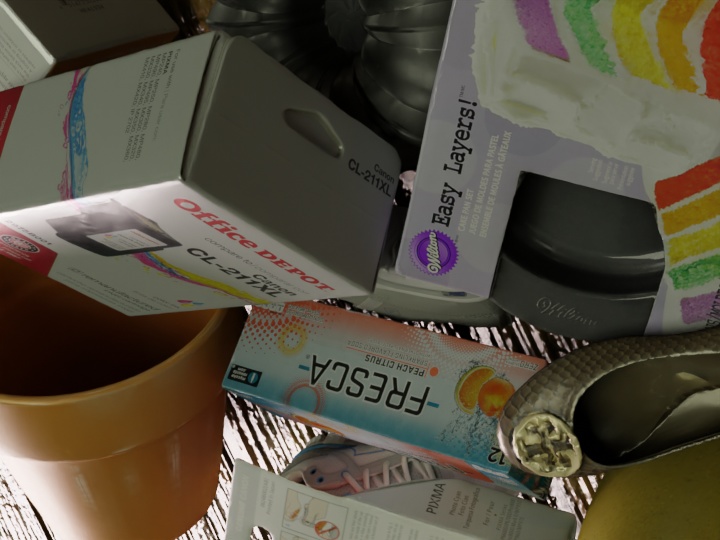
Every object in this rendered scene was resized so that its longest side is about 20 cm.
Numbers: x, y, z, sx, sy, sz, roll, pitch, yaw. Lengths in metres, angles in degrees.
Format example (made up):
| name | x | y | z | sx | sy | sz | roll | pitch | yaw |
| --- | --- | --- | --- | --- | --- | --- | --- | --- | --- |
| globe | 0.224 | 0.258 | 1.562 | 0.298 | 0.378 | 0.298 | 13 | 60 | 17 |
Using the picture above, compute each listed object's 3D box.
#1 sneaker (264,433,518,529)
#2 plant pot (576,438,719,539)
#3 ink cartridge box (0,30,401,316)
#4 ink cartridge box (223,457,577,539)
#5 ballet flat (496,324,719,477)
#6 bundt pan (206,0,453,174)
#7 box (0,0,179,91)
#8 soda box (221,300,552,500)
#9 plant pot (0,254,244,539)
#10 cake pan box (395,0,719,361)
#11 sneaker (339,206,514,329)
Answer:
| name | x | y | z | sx | sy | sz | roll | pitch | yaw |
| --- | --- | --- | --- | --- | --- | --- | --- | --- | --- |
| sneaker | 0.014 | 0.135 | 0.831 | 0.200 | 0.087 | 0.075 | -21 | 91 | 39 |
| plant pot | 0.182 | 0.178 | 0.678 | 0.200 | 0.142 | 0.200 | 15 | 116 | 34 |
| ink cartridge box | -0.102 | -0.043 | 0.718 | 0.200 | 0.146 | 0.083 | -6 | 63 | 41 |
| ink cartridge box | 0.016 | 0.187 | 0.820 | 0.200 | 0.047 | 0.160 | 17 | 128 | 9 |
| ballet flat | 0.158 | 0.061 | 0.649 | 0.200 | 0.046 | 0.067 | -18 | 113 | 20 |
| bundt pan | -0.008 | -0.142 | 0.749 | 0.202 | 0.076 | 0.202 | 14 | 114 | 34 |
| box | -0.229 | -0.111 | 0.849 | 0.098 | 0.124 | 0.200 | 49 | 124 | 5 |
| soda box | 0.022 | 0.069 | 0.780 | 0.200 | 0.064 | 0.068 | 13 | 75 | 33 |
| plant pot | -0.168 | 0.084 | 0.898 | 0.200 | 0.200 | 0.183 | 21 | 136 | 31 |
| cake pan box | 0.122 | -0.062 | 0.651 | 0.184 | 0.052 | 0.200 | 17 | 119 | 8 |
| sneaker | 0.000 | 0.000 | 0.792 | 0.200 | 0.075 | 0.082 | 15 | 148 | 32 |
